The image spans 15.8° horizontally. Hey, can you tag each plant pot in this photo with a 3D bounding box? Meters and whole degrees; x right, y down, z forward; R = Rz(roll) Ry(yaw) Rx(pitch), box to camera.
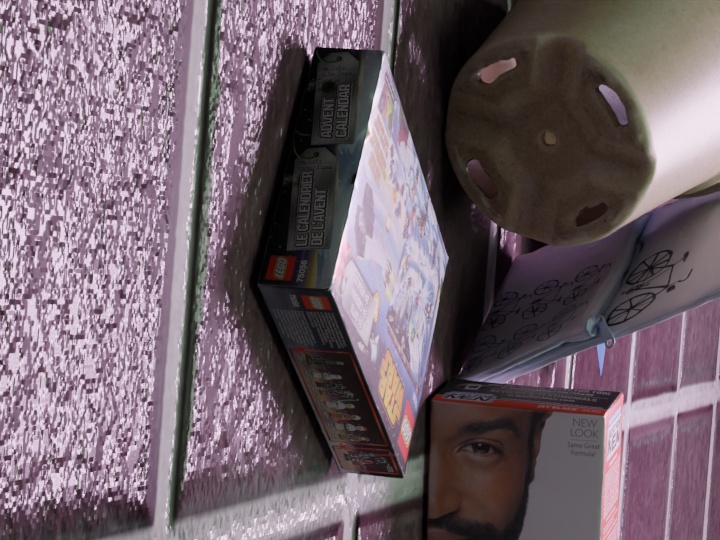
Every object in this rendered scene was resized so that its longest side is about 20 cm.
[{"bbox_3d":[0.147,-0.106,1.585,0.183,0.200,0.201,-40,134,-54],"label":"plant pot"}]

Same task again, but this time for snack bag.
[{"bbox_3d":[0.166,0.001,1.654,0.021,0.200,0.189,60,28,-15],"label":"snack bag"}]

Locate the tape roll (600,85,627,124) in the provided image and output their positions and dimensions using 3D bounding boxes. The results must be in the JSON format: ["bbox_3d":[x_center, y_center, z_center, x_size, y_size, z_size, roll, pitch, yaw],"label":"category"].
[{"bbox_3d":[0.205,-0.157,1.712,0.066,0.200,0.200,-56,147,-61],"label":"tape roll"}]

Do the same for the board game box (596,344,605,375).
[{"bbox_3d":[0.159,-0.020,1.902,0.200,0.039,0.158,72,22,-66],"label":"board game box"}]

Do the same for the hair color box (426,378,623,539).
[{"bbox_3d":[0.099,0.173,1.592,0.064,0.111,0.200,-34,126,-71],"label":"hair color box"}]

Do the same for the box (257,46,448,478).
[{"bbox_3d":[0.000,0.000,1.310,0.200,0.040,0.137,70,27,-57],"label":"box"}]
